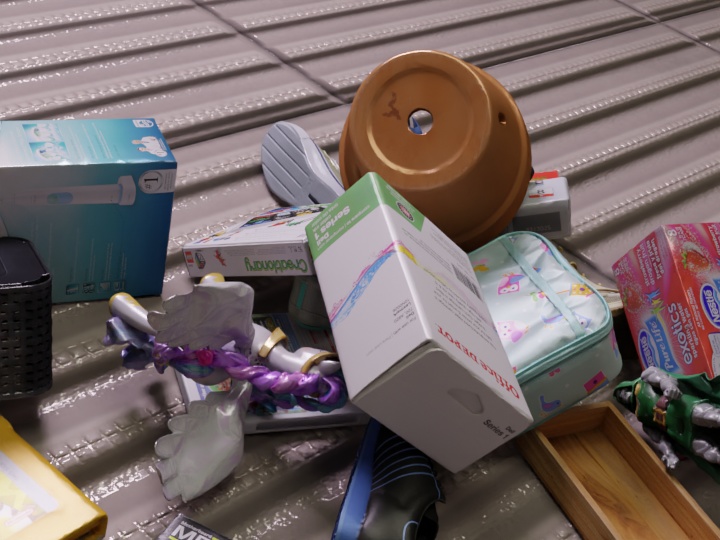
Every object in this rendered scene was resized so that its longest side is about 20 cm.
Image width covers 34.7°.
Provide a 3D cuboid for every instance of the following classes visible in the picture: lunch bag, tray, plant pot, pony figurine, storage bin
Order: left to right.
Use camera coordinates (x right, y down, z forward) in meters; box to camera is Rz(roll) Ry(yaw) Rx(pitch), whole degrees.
[{"bbox_3d":[-0.348,0.038,0.899,0.197,0.095,0.135,-3,19,-25],"label":"storage bin"},{"bbox_3d":[-0.113,0.068,0.914,0.198,0.169,0.191,21,23,40],"label":"pony figurine"},{"bbox_3d":[0.067,-0.123,1.121,0.198,0.203,0.140,22,-5,13],"label":"plant pot"},{"bbox_3d":[0.137,0.048,1.046,0.159,0.078,0.201,-29,35,-3],"label":"lunch bag"},{"bbox_3d":[0.222,0.194,0.966,0.097,0.037,0.201,-5,37,-27],"label":"tray"}]

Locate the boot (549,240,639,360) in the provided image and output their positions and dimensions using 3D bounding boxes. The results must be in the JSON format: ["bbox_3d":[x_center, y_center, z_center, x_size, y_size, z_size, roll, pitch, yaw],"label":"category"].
[{"bbox_3d":[0.228,0.022,1.191,0.197,0.073,0.155,-3,35,-18],"label":"boot"}]

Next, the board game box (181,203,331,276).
[{"bbox_3d":[-0.065,-0.030,1.091,0.125,0.035,0.198,-25,15,-38],"label":"board game box"}]

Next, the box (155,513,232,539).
[{"bbox_3d":[-0.086,0.268,0.736,0.198,0.048,0.193,22,32,14],"label":"box"}]

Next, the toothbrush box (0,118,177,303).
[{"bbox_3d":[-0.277,-0.052,1.044,0.197,0.148,0.086,-6,37,-26],"label":"toothbrush box"}]

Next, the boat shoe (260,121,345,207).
[{"bbox_3d":[-0.049,-0.092,1.273,0.062,0.072,0.201,17,27,-43],"label":"boat shoe"}]

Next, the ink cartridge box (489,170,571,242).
[{"bbox_3d":[0.146,-0.084,1.265,0.159,0.051,0.201,-7,26,9],"label":"ink cartridge box"}]

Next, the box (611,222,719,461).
[{"bbox_3d":[0.320,0.064,1.066,0.098,0.096,0.203,-3,67,-24],"label":"box"}]

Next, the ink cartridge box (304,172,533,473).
[{"bbox_3d":[0.044,0.041,0.930,0.144,0.084,0.201,38,23,-38],"label":"ink cartridge box"}]

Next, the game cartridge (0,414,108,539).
[{"bbox_3d":[-0.309,0.164,0.818,0.199,0.033,0.175,34,38,26],"label":"game cartridge"}]

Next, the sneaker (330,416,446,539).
[{"bbox_3d":[0.031,0.167,0.912,0.077,0.071,0.201,20,39,1],"label":"sneaker"}]

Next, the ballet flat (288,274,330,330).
[{"bbox_3d":[0.000,0.000,1.119,0.067,0.065,0.199,19,24,25],"label":"ballet flat"}]

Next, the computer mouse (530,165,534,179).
[{"bbox_3d":[0.085,-0.109,1.214,0.196,0.035,0.059,-1,29,-1],"label":"computer mouse"}]

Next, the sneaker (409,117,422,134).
[{"bbox_3d":[0.030,-0.133,1.315,0.073,0.083,0.201,-21,25,15],"label":"sneaker"}]

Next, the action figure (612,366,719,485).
[{"bbox_3d":[0.280,0.129,0.983,0.054,0.120,0.200,-6,12,-20],"label":"action figure"}]

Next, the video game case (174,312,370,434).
[{"bbox_3d":[-0.066,0.088,1.032,0.197,0.018,0.144,-1,37,-22],"label":"video game case"}]
